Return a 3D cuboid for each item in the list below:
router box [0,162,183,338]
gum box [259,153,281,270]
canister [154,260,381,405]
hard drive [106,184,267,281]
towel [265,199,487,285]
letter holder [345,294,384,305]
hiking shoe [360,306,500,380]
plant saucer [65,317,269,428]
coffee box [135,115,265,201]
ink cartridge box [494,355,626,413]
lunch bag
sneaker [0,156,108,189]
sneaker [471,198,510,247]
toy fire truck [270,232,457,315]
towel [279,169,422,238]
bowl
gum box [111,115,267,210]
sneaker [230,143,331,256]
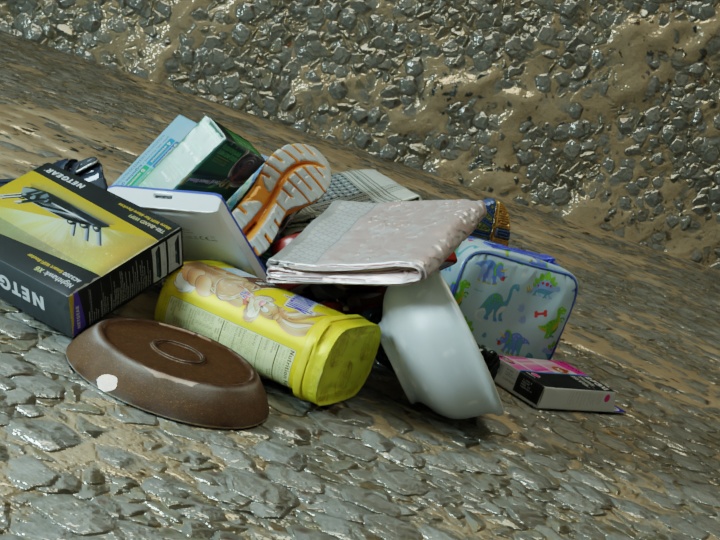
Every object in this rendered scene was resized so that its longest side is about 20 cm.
[{"bbox_3d":[-0.303,-0.026,1.328,0.199,0.052,0.157,24,41,27],"label":"router box"},{"bbox_3d":[-0.123,-0.064,1.752,0.169,0.045,0.200,20,47,7],"label":"gum box"},{"bbox_3d":[-0.097,0.060,1.374,0.199,0.087,0.148,22,8,19],"label":"canister"},{"bbox_3d":[-0.185,-0.029,1.455,0.131,0.025,0.200,6,-26,17],"label":"hard drive"},{"bbox_3d":[0.020,-0.035,1.425,0.190,0.032,0.200,1,23,25],"label":"towel"},{"bbox_3d":[0.037,-0.015,1.817,0.100,0.143,0.200,11,14,-38],"label":"letter holder"},{"bbox_3d":[0.069,0.093,1.581,0.199,0.075,0.087,25,0,-29],"label":"hiking shoe"},{"bbox_3d":[-0.175,0.090,1.237,0.199,0.035,0.200,20,11,-4],"label":"plant saucer"},{"bbox_3d":[-0.211,-0.082,1.525,0.044,0.200,0.123,49,7,19],"label":"coffee box"},{"bbox_3d":[0.261,0.150,1.714,0.199,0.037,0.095,12,14,-45],"label":"ink cartridge box"},{"bbox_3d":[0.183,0.044,1.748,0.199,0.162,0.082,13,13,-29],"label":"lunch bag"},{"bbox_3d":[-0.363,-0.082,1.469,0.145,0.077,0.202,-10,4,16],"label":"sneaker"},{"bbox_3d":[0.142,-0.007,1.821,0.075,0.201,0.088,17,4,-26],"label":"sneaker"},{"bbox_3d":[0.000,0.000,1.551,0.167,0.113,0.200,-26,-18,32],"label":"toy fire truck"},{"bbox_3d":[-0.034,-0.089,1.688,0.192,0.035,0.200,-8,24,-19],"label":"towel"},{"bbox_3d":[0.074,0.084,1.440,0.090,0.202,0.201,-26,17,-1],"label":"bowl"},{"bbox_3d":[-0.219,-0.096,1.677,0.200,0.170,0.045,28,-20,39],"label":"gum box"},{"bbox_3d":[-0.111,-0.079,1.580,0.078,0.200,0.077,46,-33,-4],"label":"sneaker"}]
